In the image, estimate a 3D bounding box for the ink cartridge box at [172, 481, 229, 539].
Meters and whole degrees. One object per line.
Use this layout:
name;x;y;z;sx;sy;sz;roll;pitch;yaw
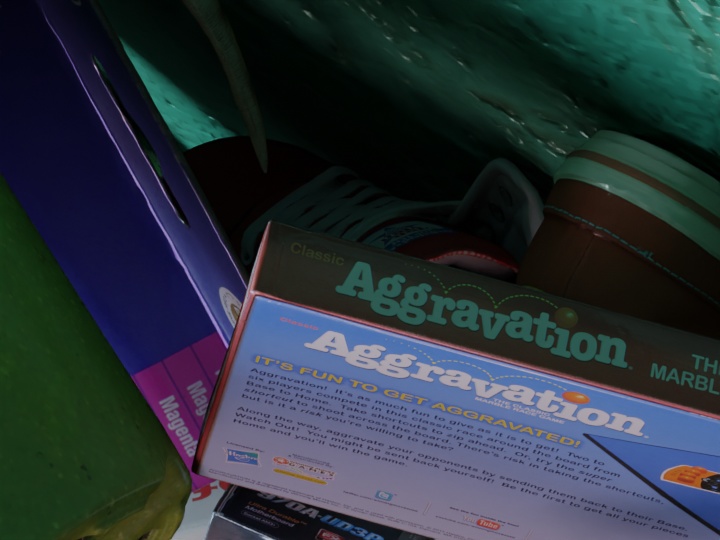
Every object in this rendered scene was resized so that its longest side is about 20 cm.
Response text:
ink cartridge box;-0.083;0.073;0.914;0.200;0.146;0.083;-107;5;-64

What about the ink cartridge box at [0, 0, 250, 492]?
ink cartridge box;-0.095;-0.035;0.779;0.197;0.043;0.200;62;167;-18

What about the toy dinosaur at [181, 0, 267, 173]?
toy dinosaur;-0.086;-0.113;0.616;0.200;0.060;0.106;44;-173;12

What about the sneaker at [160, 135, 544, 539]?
sneaker;0.000;0.000;0.757;0.200;0.071;0.113;42;163;37

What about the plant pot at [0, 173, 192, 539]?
plant pot;-0.142;0.019;0.633;0.190;0.200;0.200;48;172;11

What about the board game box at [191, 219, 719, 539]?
board game box;0.068;0.043;0.598;0.199;0.020;0.103;15;155;-4

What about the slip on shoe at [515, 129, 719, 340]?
slip on shoe;0.083;0.039;0.680;0.074;0.061;0.200;27;168;33

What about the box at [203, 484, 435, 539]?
box;0.034;0.160;0.792;0.199;0.160;0.046;21;-155;9

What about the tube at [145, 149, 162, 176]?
tube;-0.132;-0.072;0.934;0.200;0.052;0.058;40;-149;-44
